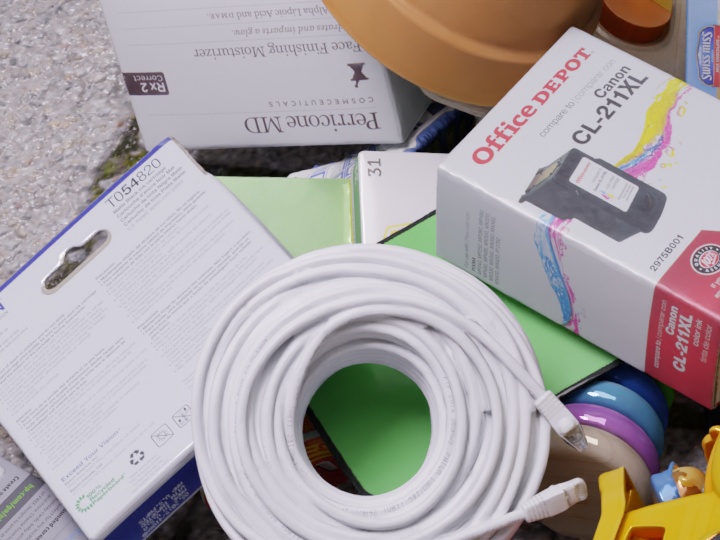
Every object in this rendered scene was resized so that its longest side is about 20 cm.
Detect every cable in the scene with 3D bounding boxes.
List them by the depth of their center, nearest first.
[{"bbox_3d":[0.006,0.085,1.396,0.199,0.069,0.201,-30,83,-2],"label":"cable"}]

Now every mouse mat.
[{"bbox_3d":[0.053,0.035,1.482,0.199,0.008,0.161,-29,55,-9],"label":"mouse mat"}]

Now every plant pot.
[{"bbox_3d":[0.079,-0.221,1.521,0.199,0.140,0.201,17,48,-20],"label":"plant pot"}]

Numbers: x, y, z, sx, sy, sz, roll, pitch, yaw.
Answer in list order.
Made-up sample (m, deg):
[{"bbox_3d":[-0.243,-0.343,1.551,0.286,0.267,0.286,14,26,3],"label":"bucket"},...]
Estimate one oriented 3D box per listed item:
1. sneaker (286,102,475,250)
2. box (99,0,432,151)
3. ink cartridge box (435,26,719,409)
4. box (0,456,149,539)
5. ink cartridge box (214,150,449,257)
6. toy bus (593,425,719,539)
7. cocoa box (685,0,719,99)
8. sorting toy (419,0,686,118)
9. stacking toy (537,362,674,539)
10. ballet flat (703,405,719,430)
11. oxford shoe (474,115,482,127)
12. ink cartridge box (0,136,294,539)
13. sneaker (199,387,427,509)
[{"bbox_3d":[-0.006,-0.054,1.643,0.088,0.076,0.200,26,55,31],"label":"sneaker"},{"bbox_3d":[-0.038,-0.185,1.687,0.198,0.131,0.200,-1,32,25],"label":"box"},{"bbox_3d":[0.161,-0.034,1.454,0.199,0.083,0.146,29,57,23],"label":"ink cartridge box"},{"bbox_3d":[-0.202,0.202,1.463,0.199,0.041,0.156,23,56,30],"label":"box"},{"bbox_3d":[0.000,0.000,1.547,0.199,0.048,0.146,2,68,-10],"label":"ink cartridge box"},{"bbox_3d":[0.177,0.166,1.367,0.191,0.136,0.201,-2,52,28],"label":"toy bus"},{"bbox_3d":[0.271,-0.178,1.553,0.133,0.201,0.131,3,27,12],"label":"cocoa box"},{"bbox_3d":[0.137,-0.152,1.621,0.199,0.037,0.186,23,47,-11],"label":"sorting toy"},{"bbox_3d":[0.155,0.065,1.504,0.085,0.086,0.200,8,43,18],"label":"stacking toy"},{"bbox_3d":[0.254,0.022,1.526,0.073,0.073,0.201,11,50,21],"label":"ballet flat"},{"bbox_3d":[0.109,-0.078,1.617,0.075,0.058,0.200,-20,65,-48],"label":"oxford shoe"},{"bbox_3d":[-0.128,0.043,1.507,0.199,0.041,0.200,-42,52,-3],"label":"ink cartridge box"},{"bbox_3d":[-0.004,0.094,1.509,0.199,0.073,0.077,-10,33,-3],"label":"sneaker"}]
